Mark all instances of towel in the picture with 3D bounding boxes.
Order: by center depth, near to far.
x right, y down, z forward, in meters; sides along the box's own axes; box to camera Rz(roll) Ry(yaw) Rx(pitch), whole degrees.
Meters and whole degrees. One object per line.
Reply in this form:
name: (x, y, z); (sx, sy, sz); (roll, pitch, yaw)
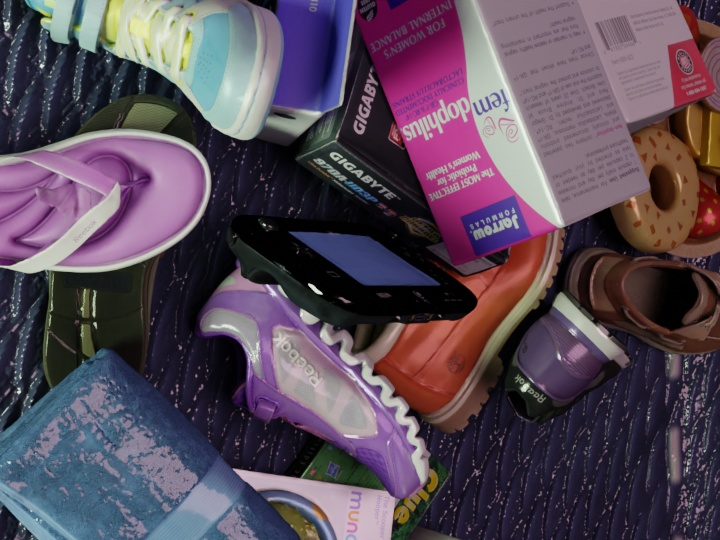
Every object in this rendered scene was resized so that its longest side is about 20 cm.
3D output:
towel: (-0.124, 0.150, 0.877); (0.112, 0.049, 0.200); (-44, 100, -7)

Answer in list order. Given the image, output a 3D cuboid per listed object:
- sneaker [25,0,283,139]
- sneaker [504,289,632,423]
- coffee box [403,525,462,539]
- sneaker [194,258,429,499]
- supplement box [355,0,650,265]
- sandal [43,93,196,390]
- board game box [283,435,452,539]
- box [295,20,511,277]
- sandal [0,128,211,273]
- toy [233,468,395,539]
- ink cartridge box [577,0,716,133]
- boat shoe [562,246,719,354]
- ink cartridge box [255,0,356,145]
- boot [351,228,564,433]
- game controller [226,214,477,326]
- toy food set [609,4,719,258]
sneaker: (-0.126, -0.139, 0.845); (0.130, 0.200, 0.080); (10, 110, -25)
sneaker: (0.138, 0.066, 1.047); (0.076, 0.200, 0.088); (44, 94, 14)
coffee box: (0.092, 0.287, 1.053); (0.200, 0.080, 0.113); (41, 71, -27)
sneaker: (-0.036, 0.077, 0.957); (0.088, 0.080, 0.200); (-39, 94, -16)
supplement box: (0.087, -0.118, 0.928); (0.103, 0.101, 0.200); (-23, 91, -44)
sandal: (-0.155, -0.013, 0.900); (0.080, 0.057, 0.201); (14, 102, -6)
board game box: (-0.026, 0.189, 1.008); (0.105, 0.023, 0.200); (45, 69, -23)
box: (0.051, -0.119, 0.999); (0.159, 0.046, 0.200); (34, 55, -28)
sandal: (-0.186, -0.034, 0.837); (0.202, 0.050, 0.083); (-7, 98, -5)
toy: (-0.067, 0.189, 0.942); (0.199, 0.047, 0.115); (11, 80, -19)
ink cartridge box: (0.149, -0.190, 1.023); (0.145, 0.083, 0.200); (-21, 87, -49)
boat shoe: (0.252, 0.028, 1.152); (0.200, 0.072, 0.076); (8, 88, -33)
ink cartridge box: (-0.033, -0.186, 0.887); (0.043, 0.200, 0.199); (9, 87, -12)
boot: (0.071, 0.004, 1.037); (0.107, 0.075, 0.200); (35, 74, -24)
game controller: (0.000, 0.000, 0.910); (0.200, 0.104, 0.042); (0, 113, -62)
toy food set: (0.270, -0.109, 1.172); (0.200, 0.049, 0.199); (4, 89, -33)
